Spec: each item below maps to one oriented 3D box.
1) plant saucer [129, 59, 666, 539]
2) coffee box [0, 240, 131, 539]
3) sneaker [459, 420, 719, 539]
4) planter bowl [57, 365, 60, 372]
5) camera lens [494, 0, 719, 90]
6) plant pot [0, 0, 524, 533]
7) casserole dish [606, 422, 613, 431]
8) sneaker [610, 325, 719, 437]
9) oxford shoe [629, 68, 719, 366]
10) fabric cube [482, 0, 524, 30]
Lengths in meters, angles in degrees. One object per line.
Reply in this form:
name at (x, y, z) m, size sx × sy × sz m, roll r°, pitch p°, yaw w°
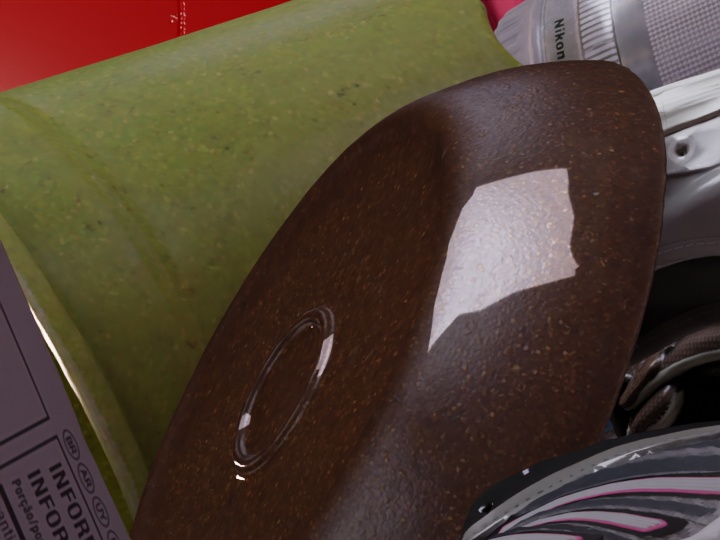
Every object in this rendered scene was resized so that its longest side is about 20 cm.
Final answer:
plant saucer at (-0.004, 0.034, 0.629) m, size 0.201 × 0.037 × 0.201 m, roll -53°, pitch 18°, yaw 26°
coffee box at (-0.163, 0.088, 0.468) m, size 0.199 × 0.201 × 0.198 m, roll -22°, pitch 3°, yaw 27°
sneaker at (0.033, 0.071, 0.459) m, size 0.199 × 0.074 × 0.087 m, roll -20°, pitch 1°, yaw -33°
planter bowl at (-0.117, 0.083, 0.951) m, size 0.200 × 0.200 × 0.084 m, roll -23°, pitch 45°, yaw 26°
camera lens at (0.172, -0.078, 1.125) m, size 0.199 × 0.161 × 0.160 m, roll -23°, pitch 3°, yaw 27°
plant pot at (-0.035, 0.006, 0.826) m, size 0.184 × 0.201 × 0.200 m, roll -29°, pitch 4°, yaw -25°
casserole dish at (0.025, 0.061, 1.062) m, size 0.121 × 0.039 × 0.200 m, roll -27°, pitch 4°, yaw -30°
sneaker at (0.092, 0.029, 0.749) m, size 0.075 × 0.071 × 0.200 m, roll -26°, pitch 3°, yaw -19°
oxford shoe at (0.128, -0.028, 0.648) m, size 0.199 × 0.058 × 0.075 m, roll -22°, pitch -26°, yaw 16°
fabric cube at (0.218, -0.143, 1.598) m, size 0.199 × 0.197 × 0.199 m, roll -21°, pitch 4°, yaw 40°
